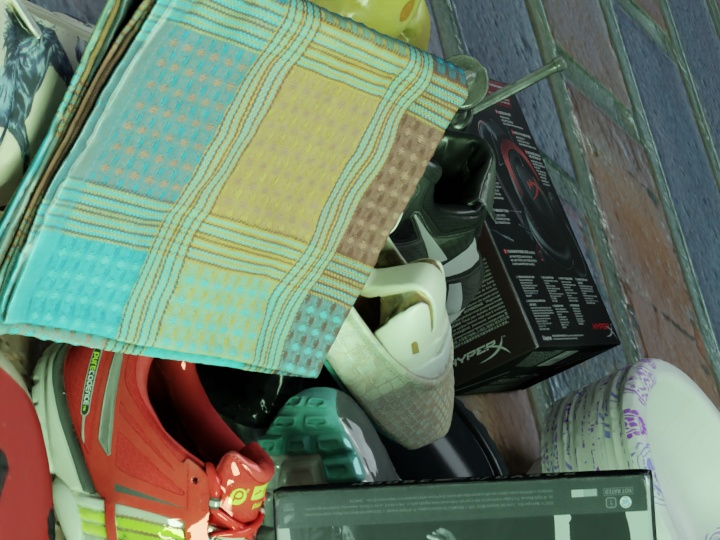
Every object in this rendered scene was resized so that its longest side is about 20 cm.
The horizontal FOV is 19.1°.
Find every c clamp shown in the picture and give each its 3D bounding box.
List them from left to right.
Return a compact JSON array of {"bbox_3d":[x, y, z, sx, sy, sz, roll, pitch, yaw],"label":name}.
[{"bbox_3d":[0.028,-0.075,1.098,0.027,0.170,0.200,58,5,2],"label":"c clamp"}]

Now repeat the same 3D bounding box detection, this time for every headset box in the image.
[{"bbox_3d":[0.063,-0.032,1.267,0.148,0.075,0.201,1,65,-65],"label":"headset box"}]

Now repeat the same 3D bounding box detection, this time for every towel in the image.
[{"bbox_3d":[-0.044,-0.031,0.789,0.022,0.147,0.200,35,12,34],"label":"towel"}]

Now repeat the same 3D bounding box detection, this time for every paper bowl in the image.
[{"bbox_3d":[0.163,0.160,1.220,0.201,0.104,0.201,47,28,-35],"label":"paper bowl"}]

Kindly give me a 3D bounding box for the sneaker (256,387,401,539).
[{"bbox_3d":[0.017,0.126,0.947,0.091,0.077,0.201,-45,126,-40],"label":"sneaker"}]

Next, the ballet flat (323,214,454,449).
[{"bbox_3d":[0.000,0.000,0.906,0.200,0.062,0.068,53,36,-28],"label":"ballet flat"}]

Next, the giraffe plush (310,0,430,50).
[{"bbox_3d":[-0.044,-0.109,1.052,0.162,0.199,0.173,-51,131,-30],"label":"giraffe plush"}]

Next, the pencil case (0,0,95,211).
[{"bbox_3d":[-0.116,-0.062,0.779,0.078,0.089,0.200,62,19,17],"label":"pencil case"}]

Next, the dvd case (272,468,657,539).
[{"bbox_3d":[0.045,0.181,0.828,0.025,0.149,0.202,0,86,-79],"label":"dvd case"}]

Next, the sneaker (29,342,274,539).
[{"bbox_3d":[-0.067,0.104,0.829,0.077,0.085,0.201,5,60,-62],"label":"sneaker"}]

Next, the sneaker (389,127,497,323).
[{"bbox_3d":[0.036,-0.025,1.027,0.067,0.090,0.200,57,14,19],"label":"sneaker"}]

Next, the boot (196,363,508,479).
[{"bbox_3d":[-0.015,0.065,0.990,0.201,0.076,0.168,61,18,11],"label":"boot"}]

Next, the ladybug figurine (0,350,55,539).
[{"bbox_3d":[-0.148,0.088,0.688,0.136,0.072,0.201,46,28,-36],"label":"ladybug figurine"}]
